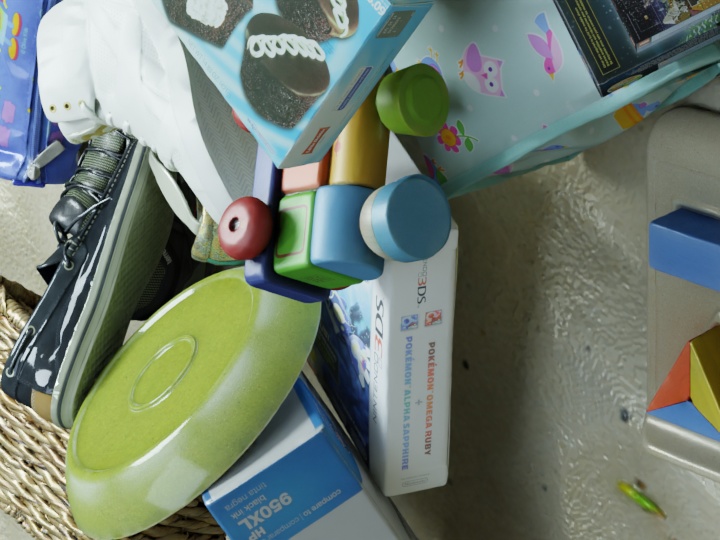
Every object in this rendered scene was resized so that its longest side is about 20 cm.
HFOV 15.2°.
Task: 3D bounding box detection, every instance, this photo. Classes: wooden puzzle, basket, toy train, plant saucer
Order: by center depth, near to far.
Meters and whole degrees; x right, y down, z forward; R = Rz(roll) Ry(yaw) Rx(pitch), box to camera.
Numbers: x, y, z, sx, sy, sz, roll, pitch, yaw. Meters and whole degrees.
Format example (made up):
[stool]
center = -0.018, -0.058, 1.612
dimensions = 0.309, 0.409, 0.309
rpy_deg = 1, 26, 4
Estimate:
[wooden puzzle]
center = 0.214, 0.031, 1.410
dimensions = 0.185, 0.046, 0.200
rpy_deg = 21, 119, 42
[toy train]
center = -0.001, -0.089, 1.422
dimensions = 0.116, 0.085, 0.200
rpy_deg = -9, 69, 46
[plant saucer]
center = -0.106, 0.068, 1.574
dimensions = 0.031, 0.200, 0.200
rpy_deg = 43, 146, -23
[basket]
center = -0.163, 0.092, 1.780
dimensions = 0.200, 0.143, 0.149
rpy_deg = 38, 126, 34

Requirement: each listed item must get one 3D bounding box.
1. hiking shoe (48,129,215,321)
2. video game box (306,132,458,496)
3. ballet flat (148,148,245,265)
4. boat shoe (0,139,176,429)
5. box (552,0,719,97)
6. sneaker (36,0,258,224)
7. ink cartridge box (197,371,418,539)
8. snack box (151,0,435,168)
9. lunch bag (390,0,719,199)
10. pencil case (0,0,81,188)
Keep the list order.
[hiking shoe]
center = -0.151, -0.058, 1.740
dimensions = 0.076, 0.101, 0.200
rpy_deg = 8, 110, 46
[video game box]
center = 0.000, 0.000, 1.565
dimensions = 0.200, 0.047, 0.182
rpy_deg = -123, 29, -50
[ballet flat]
center = -0.102, -0.089, 1.659
dimensions = 0.071, 0.071, 0.200
rpy_deg = -50, 49, 45
[boat shoe]
center = -0.167, 0.000, 1.671
dimensions = 0.062, 0.075, 0.200
rpy_deg = 15, 73, 18
[box]
center = 0.133, -0.204, 1.309
dimensions = 0.137, 0.038, 0.200
rpy_deg = -26, 82, 5
[sneaker]
center = -0.123, -0.091, 1.606
dimensions = 0.116, 0.074, 0.200
rpy_deg = -36, 68, 32
[ink cartridge box]
center = -0.018, 0.157, 1.586
dimensions = 0.200, 0.084, 0.145
rpy_deg = 56, 180, -24
[snack box]
center = -0.058, -0.163, 1.364
dimensions = 0.200, 0.037, 0.116
rpy_deg = 53, 127, 23
[lunch bag]
center = 0.100, -0.149, 1.415
dimensions = 0.200, 0.122, 0.170
rpy_deg = -30, 80, 55
[pencil case]
center = -0.210, -0.145, 1.789
dimensions = 0.087, 0.078, 0.200
rpy_deg = -112, 29, -53
